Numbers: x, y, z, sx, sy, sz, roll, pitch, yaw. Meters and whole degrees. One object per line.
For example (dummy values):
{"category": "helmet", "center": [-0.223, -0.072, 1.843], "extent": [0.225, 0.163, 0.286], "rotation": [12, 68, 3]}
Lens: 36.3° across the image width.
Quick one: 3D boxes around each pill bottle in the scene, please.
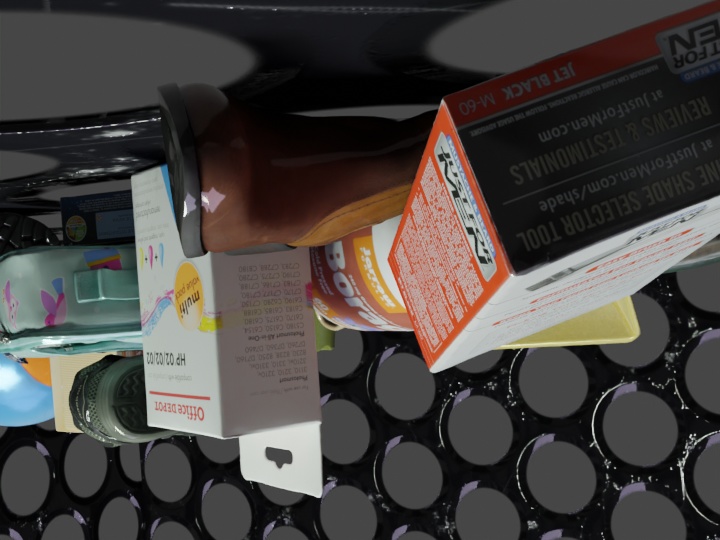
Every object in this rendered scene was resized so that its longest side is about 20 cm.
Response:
{"category": "pill bottle", "center": [0.040, -0.021, 0.647], "extent": [0.111, 0.114, 0.200], "rotation": [-4, 179, -25]}

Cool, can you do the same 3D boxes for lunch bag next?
{"category": "lunch bag", "center": [-0.160, 0.020, 0.772], "extent": [0.198, 0.078, 0.160], "rotation": [-5, 180, -30]}

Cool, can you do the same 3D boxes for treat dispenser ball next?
{"category": "treat dispenser ball", "center": [-0.375, 0.067, 1.196], "extent": [0.198, 0.203, 0.201], "rotation": [-5, 179, 0]}

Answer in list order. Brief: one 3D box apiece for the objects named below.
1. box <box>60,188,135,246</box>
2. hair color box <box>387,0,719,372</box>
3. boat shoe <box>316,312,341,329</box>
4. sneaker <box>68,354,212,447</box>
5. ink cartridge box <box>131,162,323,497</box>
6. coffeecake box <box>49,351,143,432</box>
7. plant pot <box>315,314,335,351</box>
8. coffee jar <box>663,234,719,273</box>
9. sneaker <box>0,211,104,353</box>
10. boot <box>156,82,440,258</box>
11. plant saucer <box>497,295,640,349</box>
{"category": "box", "center": [-0.119, -0.041, 0.861], "extent": [0.135, 0.038, 0.200], "rotation": [-5, 179, 22]}
{"category": "hair color box", "center": [0.077, -0.021, 0.424], "extent": [0.110, 0.064, 0.200], "rotation": [-20, 170, -8]}
{"category": "boat shoe", "center": [0.000, 0.000, 0.895], "extent": [0.064, 0.071, 0.200], "rotation": [-42, 167, -19]}
{"category": "sneaker", "center": [-0.135, 0.094, 0.837], "extent": [0.114, 0.077, 0.198], "rotation": [-4, 177, 44]}
{"category": "ink cartridge box", "center": [-0.082, 0.035, 0.661], "extent": [0.067, 0.202, 0.115], "rotation": [-4, 179, -32]}
{"category": "coffeecake box", "center": [-0.247, 0.058, 1.138], "extent": [0.072, 0.155, 0.200], "rotation": [2, -163, 10]}
{"category": "plant pot", "center": [-0.113, 0.045, 1.830], "extent": [0.198, 0.186, 0.200], "rotation": [-5, 179, 0]}
{"category": "coffee jar", "center": [0.179, -0.044, 0.641], "extent": [0.103, 0.086, 0.200], "rotation": [-15, 177, 8]}
{"category": "sneaker", "center": [-0.288, 0.014, 0.937], "extent": [0.087, 0.076, 0.200], "rotation": [10, 156, 23]}
{"category": "boot", "center": [0.027, -0.048, 0.449], "extent": [0.198, 0.069, 0.188], "rotation": [-10, 168, 3]}
{"category": "plant saucer", "center": [0.128, -0.014, 0.947], "extent": [0.198, 0.049, 0.201], "rotation": [-5, 136, 24]}
